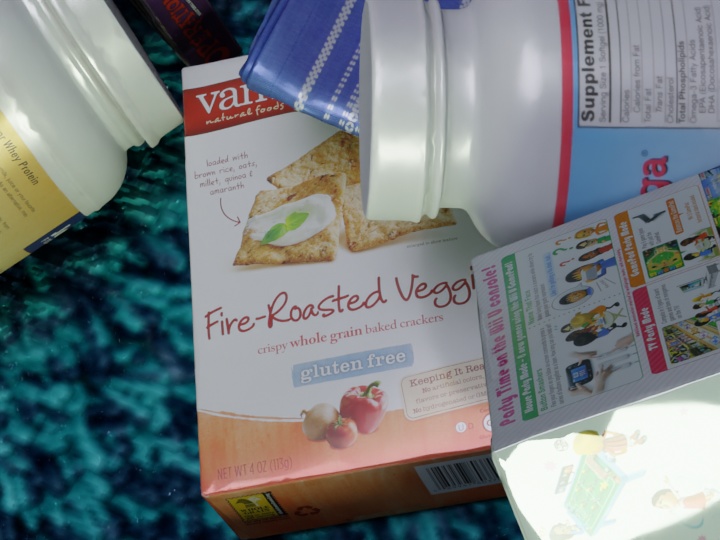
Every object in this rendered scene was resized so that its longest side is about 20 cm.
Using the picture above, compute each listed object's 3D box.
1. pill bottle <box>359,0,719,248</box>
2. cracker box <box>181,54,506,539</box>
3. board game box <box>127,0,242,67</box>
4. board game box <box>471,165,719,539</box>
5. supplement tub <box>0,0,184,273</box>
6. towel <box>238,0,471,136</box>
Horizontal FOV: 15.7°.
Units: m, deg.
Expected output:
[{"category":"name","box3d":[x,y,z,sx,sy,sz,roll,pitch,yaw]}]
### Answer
[{"category":"pill bottle","box3d":[0.101,-0.059,0.963,0.199,0.109,0.109,0,64,-3]},{"category":"cracker box","box3d":[0.000,0.000,1.075,0.134,0.058,0.201,-11,62,11]},{"category":"board game box","box3d":[-0.124,-0.169,1.112,0.032,0.200,0.120,-37,60,-1]},{"category":"board game box","box3d":[0.141,0.017,0.858,0.199,0.064,0.148,-19,23,9]},{"category":"supplement tub","box3d":[-0.189,-0.060,1.112,0.200,0.144,0.145,-33,60,0]},{"category":"towel","box3d":[0.064,-0.091,1.057,0.200,0.024,0.145,21,51,4]}]
